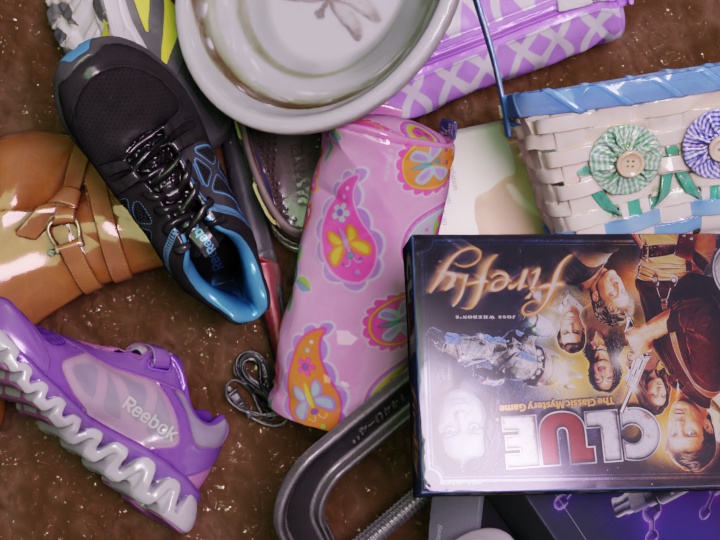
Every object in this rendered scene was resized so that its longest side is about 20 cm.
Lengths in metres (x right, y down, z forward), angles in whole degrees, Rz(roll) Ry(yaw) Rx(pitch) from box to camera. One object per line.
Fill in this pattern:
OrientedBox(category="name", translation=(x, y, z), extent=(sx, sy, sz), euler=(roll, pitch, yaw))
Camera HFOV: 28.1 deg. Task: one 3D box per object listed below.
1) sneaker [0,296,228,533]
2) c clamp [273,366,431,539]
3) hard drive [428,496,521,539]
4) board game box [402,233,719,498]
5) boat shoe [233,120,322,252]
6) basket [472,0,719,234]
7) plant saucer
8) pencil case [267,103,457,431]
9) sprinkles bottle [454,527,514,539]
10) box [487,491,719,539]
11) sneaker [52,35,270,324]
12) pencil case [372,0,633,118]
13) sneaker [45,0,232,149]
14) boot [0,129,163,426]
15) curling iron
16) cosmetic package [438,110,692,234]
OrientedBox(category="sneaker", translation=(-0.157, 0.074, 0.892), extent=(0.200, 0.080, 0.089), euler=(46, 71, -29))
OrientedBox(category="c clamp", translation=(0.018, 0.136, 0.895), extent=(0.200, 0.171, 0.027), euler=(-42, 46, -13))
OrientedBox(category="hard drive", translation=(0.115, 0.098, 0.882), extent=(0.134, 0.042, 0.201), euler=(6, 97, -28))
OrientedBox(category="board game box", translation=(0.125, 0.049, 0.760), extent=(0.199, 0.035, 0.136), euler=(-1, 77, -7))
OrientedBox(category="boat shoe", translation=(-0.052, -0.112, 0.942), extent=(0.072, 0.060, 0.201), euler=(-11, 83, 1))
OrientedBox(category="basket", translation=(0.163, -0.112, 0.828), extent=(0.176, 0.139, 0.201), euler=(-12, 92, 0))
OrientedBox(category="plant saucer", translation=(-0.018, -0.174, 0.864), extent=(0.199, 0.050, 0.201), euler=(-6, 77, 28))
OrientedBox(category="pencil case", translation=(0.000, 0.000, 0.882), extent=(0.087, 0.087, 0.201), euler=(11, 102, 2))
OrientedBox(category="sprinkles bottle", translation=(0.115, 0.240, 0.845), extent=(0.068, 0.068, 0.200), euler=(-41, 112, -4))
OrientedBox(category="box", translation=(0.166, 0.134, 0.849), extent=(0.141, 0.079, 0.200), euler=(-41, 116, -11))
OrientedBox(category="sneaker", translation=(-0.108, -0.052, 0.852), extent=(0.073, 0.082, 0.200), euler=(-36, 128, -4))
OrientedBox(category="pencil case", translation=(0.078, -0.154, 0.933), extent=(0.199, 0.086, 0.084), euler=(-22, 118, 1))
OrientedBox(category="sneaker", translation=(-0.146, -0.152, 0.950), extent=(0.074, 0.084, 0.201), euler=(-38, 61, 39))
OrientedBox(category="boot", translation=(-0.199, 0.007, 0.933), extent=(0.154, 0.077, 0.201), euler=(-6, 76, -4))
OrientedBox(category="curling iron", translation=(-0.073, 0.003, 0.946), extent=(0.049, 0.026, 0.201), euler=(-6, 83, -4))
OrientedBox(category="cosmetic package", translation=(0.140, -0.051, 0.927), extent=(0.199, 0.071, 0.106), euler=(-13, 83, -1))
